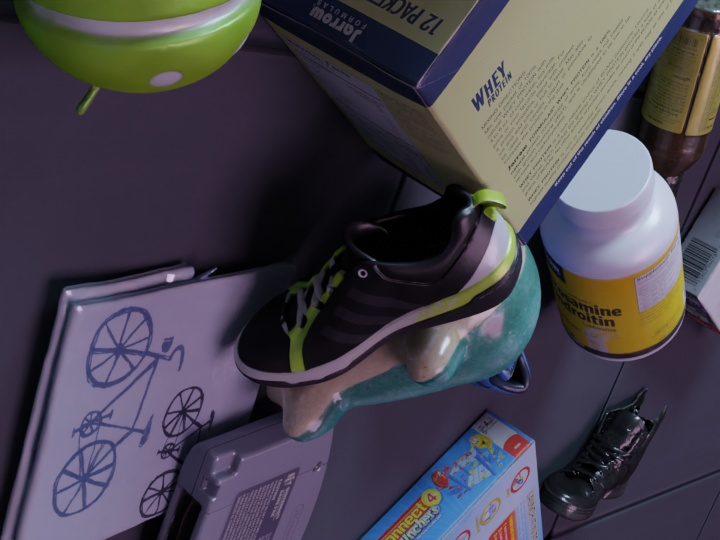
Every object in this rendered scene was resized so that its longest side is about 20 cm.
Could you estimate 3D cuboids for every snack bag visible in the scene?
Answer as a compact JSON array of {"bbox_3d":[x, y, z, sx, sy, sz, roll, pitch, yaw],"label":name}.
[{"bbox_3d":[-0.126,0.080,0.831,0.199,0.021,0.191,-14,127,-51],"label":"snack bag"}]

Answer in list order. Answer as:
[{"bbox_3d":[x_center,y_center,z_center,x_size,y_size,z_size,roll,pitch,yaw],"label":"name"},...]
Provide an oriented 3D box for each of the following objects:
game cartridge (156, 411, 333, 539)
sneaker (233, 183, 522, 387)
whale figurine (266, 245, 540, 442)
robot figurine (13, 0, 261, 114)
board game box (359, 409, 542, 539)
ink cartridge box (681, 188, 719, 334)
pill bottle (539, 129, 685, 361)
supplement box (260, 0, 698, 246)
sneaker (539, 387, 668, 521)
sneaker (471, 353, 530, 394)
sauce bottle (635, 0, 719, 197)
[{"bbox_3d":[-0.089,0.186,0.935,0.133,0.041,0.202,-19,136,-54],"label":"game cartridge"},{"bbox_3d":[0.000,0.000,0.800,0.198,0.072,0.083,-25,134,16],"label":"sneaker"},{"bbox_3d":[0.033,0.047,0.892,0.199,0.159,0.104,-40,117,-1],"label":"whale figurine"},{"bbox_3d":[-0.098,-0.166,0.577,0.174,0.115,0.202,-28,137,-34],"label":"robot figurine"},{"bbox_3d":[0.082,0.260,1.220,0.196,0.056,0.201,-41,144,-25],"label":"board game box"},{"bbox_3d":[0.387,0.005,1.422,0.110,0.050,0.200,-57,148,-3],"label":"ink cartridge box"},{"bbox_3d":[0.207,-0.020,1.105,0.112,0.112,0.201,-46,145,-17],"label":"pill bottle"},{"bbox_3d":[0.075,-0.162,0.794,0.201,0.134,0.200,-54,148,-5],"label":"supplement box"},{"bbox_3d":[0.255,0.187,1.391,0.199,0.060,0.105,-5,122,-57],"label":"sneaker"},{"bbox_3d":[0.087,0.034,1.024,0.066,0.078,0.200,-48,145,-10],"label":"sneaker"},{"bbox_3d":[0.269,-0.136,1.138,0.064,0.064,0.202,-22,134,-42],"label":"sauce bottle"}]
